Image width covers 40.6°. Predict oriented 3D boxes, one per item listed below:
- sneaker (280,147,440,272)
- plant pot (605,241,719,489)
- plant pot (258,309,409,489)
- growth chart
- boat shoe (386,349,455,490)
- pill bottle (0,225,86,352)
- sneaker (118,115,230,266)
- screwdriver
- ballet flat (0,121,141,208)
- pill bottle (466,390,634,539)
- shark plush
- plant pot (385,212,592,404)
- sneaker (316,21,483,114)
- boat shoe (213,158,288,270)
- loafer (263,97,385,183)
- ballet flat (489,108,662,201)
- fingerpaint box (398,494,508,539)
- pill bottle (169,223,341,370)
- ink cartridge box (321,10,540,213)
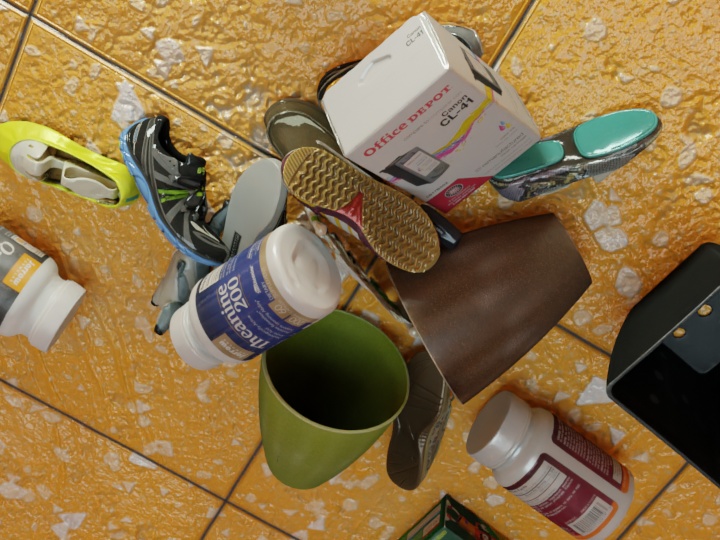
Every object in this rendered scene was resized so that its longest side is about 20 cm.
[{"bbox_3d":[0.002,-0.071,1.068,0.199,0.090,0.075,36,91,-10],"label":"sneaker"},{"bbox_3d":[0.408,0.085,1.105,0.199,0.178,0.200,38,116,-11],"label":"plant pot"},{"bbox_3d":[-0.056,0.184,1.235,0.185,0.188,0.201,21,133,-2],"label":"plant pot"},{"bbox_3d":[0.000,0.000,1.141,0.018,0.145,0.200,-41,113,3],"label":"growth chart"},{"bbox_3d":[0.080,0.189,1.275,0.073,0.062,0.203,25,117,25],"label":"boat shoe"},{"bbox_3d":[-0.457,0.010,1.230,0.199,0.117,0.117,33,116,-8],"label":"pill bottle"},{"bbox_3d":[-0.211,-0.094,1.152,0.082,0.071,0.201,-30,88,9],"label":"sneaker"},{"bbox_3d":[0.032,-0.091,1.086,0.199,0.028,0.029,40,135,3],"label":"screwdriver"},{"bbox_3d":[-0.363,-0.125,1.178,0.197,0.067,0.067,21,118,-2],"label":"ballet flat"},{"bbox_3d":[0.240,0.249,1.243,0.199,0.115,0.114,36,115,-9],"label":"pill bottle"},{"bbox_3d":[-0.203,0.001,1.239,0.082,0.091,0.203,17,97,-22],"label":"shark plush"},{"bbox_3d":[0.159,0.023,1.128,0.198,0.187,0.188,-30,109,5],"label":"plant pot"},{"bbox_3d":[0.041,-0.211,1.073,0.197,0.077,0.079,-19,110,15],"label":"sneaker"},{"bbox_3d":[-0.124,-0.051,1.183,0.071,0.063,0.202,44,126,26],"label":"boat shoe"},{"bbox_3d":[-0.033,-0.119,1.133,0.199,0.068,0.076,41,114,-12],"label":"loafer"},{"bbox_3d":[0.243,-0.125,1.099,0.198,0.072,0.073,-16,112,15],"label":"ballet flat"},{"bbox_3d":[0.120,0.443,1.376,0.166,0.074,0.200,38,115,-10],"label":"fingerpaint box"},{"bbox_3d":[-0.126,0.039,1.115,0.199,0.111,0.111,-31,108,32],"label":"pill bottle"},{"bbox_3d":[0.078,-0.159,1.031,0.147,0.086,0.199,-37,148,24],"label":"ink cartridge box"}]
